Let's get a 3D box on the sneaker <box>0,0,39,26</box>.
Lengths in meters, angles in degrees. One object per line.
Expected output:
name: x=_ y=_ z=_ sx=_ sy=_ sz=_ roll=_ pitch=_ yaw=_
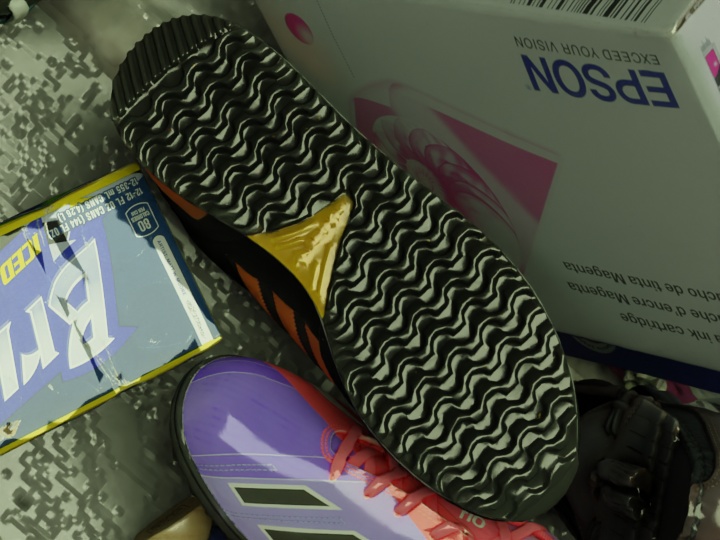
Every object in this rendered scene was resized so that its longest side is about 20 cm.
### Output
sneaker: x=-0.168 y=-0.092 z=0.860 sx=0.199 sy=0.071 sz=0.080 roll=0 pitch=88 yaw=-14

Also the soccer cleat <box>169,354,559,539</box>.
soccer cleat: x=0.025 y=0.091 z=0.858 sx=0.200 sy=0.073 sz=0.068 roll=41 pitch=54 yaw=-17

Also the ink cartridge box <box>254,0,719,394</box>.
ink cartridge box: x=0.073 y=-0.019 z=0.831 sx=0.043 sy=0.196 sz=0.200 roll=-45 pitch=124 yaw=-25

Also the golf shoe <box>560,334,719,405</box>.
golf shoe: x=0.144 y=0.013 z=0.963 sx=0.200 sy=0.075 sz=0.092 roll=34 pitch=61 yaw=-18

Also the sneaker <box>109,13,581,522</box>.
sneaker: x=0.000 y=0.000 z=0.860 sx=0.070 sy=0.090 sz=0.200 roll=-43 pitch=85 yaw=-3

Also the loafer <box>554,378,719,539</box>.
loafer: x=0.085 y=0.071 z=0.864 sx=0.063 sy=0.200 sz=0.072 roll=17 pitch=93 yaw=-6

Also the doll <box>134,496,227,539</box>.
doll: x=0.000 y=0.159 z=0.898 sx=0.136 sy=0.048 sz=0.200 roll=-37 pitch=94 yaw=-19

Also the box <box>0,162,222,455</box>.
box: x=-0.151 y=0.039 z=0.850 sx=0.199 sy=0.064 sz=0.070 roll=-27 pitch=93 yaw=-20
